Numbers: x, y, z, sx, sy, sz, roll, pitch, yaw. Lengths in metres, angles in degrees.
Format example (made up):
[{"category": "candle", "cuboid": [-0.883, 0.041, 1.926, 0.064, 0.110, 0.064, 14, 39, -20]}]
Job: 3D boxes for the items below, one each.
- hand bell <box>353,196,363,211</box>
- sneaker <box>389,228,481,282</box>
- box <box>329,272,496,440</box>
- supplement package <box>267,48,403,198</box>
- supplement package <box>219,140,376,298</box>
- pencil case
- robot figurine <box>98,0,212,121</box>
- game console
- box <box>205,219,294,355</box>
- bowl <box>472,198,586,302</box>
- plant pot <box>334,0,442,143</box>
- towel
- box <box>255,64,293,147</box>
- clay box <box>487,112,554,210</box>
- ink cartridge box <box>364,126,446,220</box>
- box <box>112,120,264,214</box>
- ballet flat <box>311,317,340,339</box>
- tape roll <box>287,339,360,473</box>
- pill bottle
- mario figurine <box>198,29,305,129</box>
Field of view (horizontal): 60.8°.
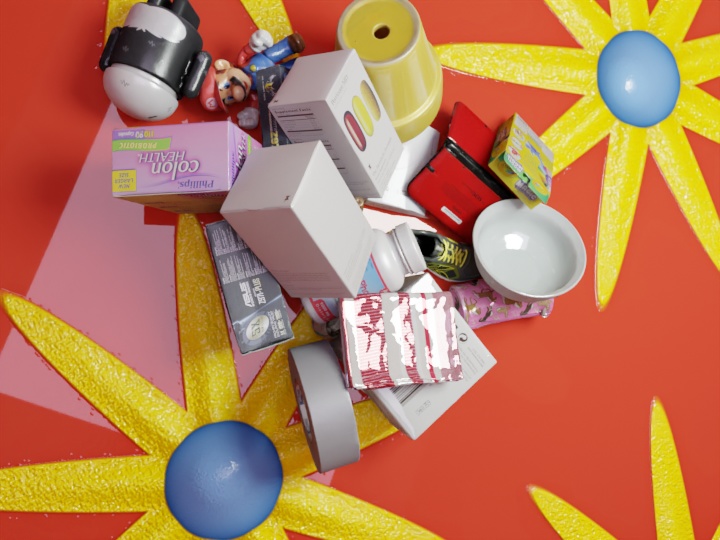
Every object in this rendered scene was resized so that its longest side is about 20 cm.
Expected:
[{"category": "hand bell", "cuboid": [-0.028, -0.085, 0.994, 0.103, 0.200, 0.105, 3, 78, -15]}, {"category": "sneaker", "cuboid": [0.144, -0.026, 1.098, 0.198, 0.085, 0.075, 13, 87, -11]}, {"category": "box", "cuboid": [0.085, 0.142, 1.055, 0.200, 0.131, 0.199, -40, 97, -12]}, {"category": "supplement package", "cuboid": [-0.031, -0.218, 0.945, 0.200, 0.109, 0.114, 54, 50, -45]}, {"category": "supplement package", "cuboid": [-0.079, -0.065, 0.867, 0.200, 0.120, 0.121, 57, 43, -45]}, {"category": "pencil case", "cuboid": [0.257, 0.055, 1.124, 0.198, 0.087, 0.084, -8, 112, -13]}, {"category": "robot figurine", "cuboid": [-0.327, -0.339, 0.981, 0.124, 0.150, 0.202, 26, 81, -40]}, {"category": "game console", "cuboid": [0.198, -0.172, 1.129, 0.199, 0.119, 0.172, 35, 112, -24]}, {"category": "box", "cuboid": [-0.180, 0.021, 0.981, 0.085, 0.164, 0.202, -16, 93, -13]}, {"category": "bowl", "cuboid": [0.282, -0.019, 1.073, 0.199, 0.091, 0.203, 3, 57, -5]}, {"category": "plant pot", "cuboid": [0.037, -0.334, 1.000, 0.198, 0.189, 0.203, -1, 75, 5]}, {"category": "towel", "cuboid": [0.065, 0.104, 0.944, 0.198, 0.023, 0.146, 0, 75, -24]}, {"category": "box", "cuboid": [-0.100, -0.214, 1.004, 0.051, 0.157, 0.202, -5, 90, 24]}, {"category": "clay box", "cuboid": [0.289, -0.192, 1.095, 0.115, 0.048, 0.201, 43, 38, -11]}, {"category": "ink cartridge box", "cuboid": [0.114, -0.182, 1.116, 0.198, 0.057, 0.164, 11, 85, -8]}, {"category": "box", "cuboid": [-0.242, -0.148, 0.927, 0.174, 0.200, 0.098, -1, 88, 11]}, {"category": "ballet flat", "cuboid": [0.002, 0.047, 1.063, 0.200, 0.067, 0.068, -45, 115, -5]}, {"category": "tape roll", "cuboid": [-0.062, 0.215, 0.983, 0.066, 0.200, 0.202, -14, 91, -14]}, {"category": "pill bottle", "cuboid": [0.000, 0.000, 0.989, 0.199, 0.109, 0.110, -24, 94, 10]}, {"category": "mario figurine", "cuboid": [-0.173, -0.316, 1.024, 0.199, 0.106, 0.124, -29, 97, -14]}]
